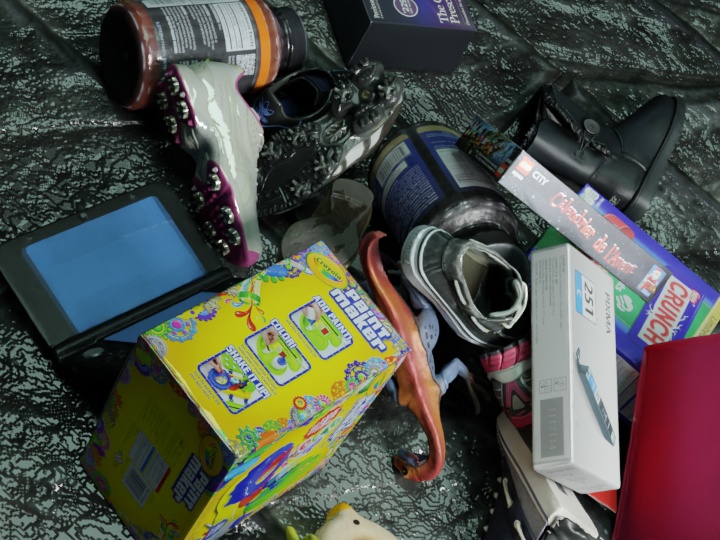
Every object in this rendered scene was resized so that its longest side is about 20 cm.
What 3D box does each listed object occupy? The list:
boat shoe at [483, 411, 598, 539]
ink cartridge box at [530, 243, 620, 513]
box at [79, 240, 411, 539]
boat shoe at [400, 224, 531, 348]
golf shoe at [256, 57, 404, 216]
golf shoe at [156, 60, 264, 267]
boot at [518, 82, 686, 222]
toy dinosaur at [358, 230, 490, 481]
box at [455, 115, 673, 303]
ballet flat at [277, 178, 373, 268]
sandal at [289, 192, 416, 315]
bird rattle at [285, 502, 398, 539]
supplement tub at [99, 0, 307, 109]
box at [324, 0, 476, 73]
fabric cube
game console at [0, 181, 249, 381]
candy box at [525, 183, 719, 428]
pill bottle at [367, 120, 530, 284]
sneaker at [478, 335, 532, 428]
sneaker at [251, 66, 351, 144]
[{"bbox_3d":[0.139,0.207,1.295,0.074,0.093,0.200,38,13,-21],"label":"boat shoe"},{"bbox_3d":[0.210,0.100,1.297,0.176,0.044,0.202,32,54,-49],"label":"ink cartridge box"},{"bbox_3d":[-0.096,0.108,1.156,0.192,0.200,0.122,-29,72,-39],"label":"box"},{"bbox_3d":[0.110,0.025,1.256,0.199,0.070,0.073,31,79,-49],"label":"boat shoe"},{"bbox_3d":[-0.031,-0.116,1.425,0.199,0.095,0.078,-39,72,-1],"label":"golf shoe"},{"bbox_3d":[-0.120,-0.106,1.361,0.091,0.075,0.202,-19,92,-33],"label":"golf shoe"},{"bbox_3d":[0.274,-0.167,1.643,0.167,0.076,0.201,33,53,-6],"label":"boot"},{"bbox_3d":[0.033,0.090,1.280,0.200,0.104,0.183,35,41,-57],"label":"toy dinosaur"},{"bbox_3d":[0.189,-0.059,1.354,0.199,0.038,0.137,36,8,-22],"label":"box"},{"bbox_3d":[-0.031,-0.029,1.323,0.067,0.047,0.200,25,28,1],"label":"ballet flat"},{"bbox_3d":[-0.001,0.000,1.391,0.075,0.048,0.201,-21,66,-38],"label":"sandal"},{"bbox_3d":[0.014,0.269,1.166,0.199,0.113,0.163,33,31,-5],"label":"bird rattle"},{"bbox_3d":[-0.153,-0.222,1.443,0.198,0.107,0.108,-11,61,-34],"label":"supplement tub"},{"bbox_3d":[0.031,-0.328,1.641,0.140,0.079,0.202,-3,57,-26],"label":"box"},{"bbox_3d":[0.373,0.179,1.308,0.197,0.196,0.202,15,79,-16],"label":"fabric cube"},{"bbox_3d":[-0.183,0.003,1.247,0.199,0.175,0.118,-27,109,-39],"label":"game console"},{"bbox_3d":[0.258,0.034,1.482,0.200,0.077,0.169,41,47,5],"label":"candy box"},{"bbox_3d":[0.087,-0.049,1.395,0.111,0.113,0.201,4,35,-25],"label":"pill bottle"},{"bbox_3d":[0.169,0.109,1.351,0.199,0.080,0.075,7,64,-62],"label":"sneaker"},{"bbox_3d":[-0.035,-0.176,1.488,0.199,0.078,0.070,-29,72,-39],"label":"sneaker"}]
